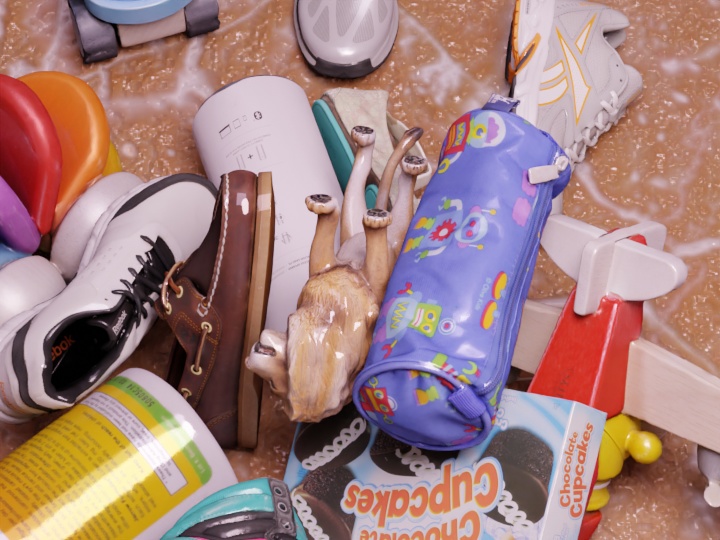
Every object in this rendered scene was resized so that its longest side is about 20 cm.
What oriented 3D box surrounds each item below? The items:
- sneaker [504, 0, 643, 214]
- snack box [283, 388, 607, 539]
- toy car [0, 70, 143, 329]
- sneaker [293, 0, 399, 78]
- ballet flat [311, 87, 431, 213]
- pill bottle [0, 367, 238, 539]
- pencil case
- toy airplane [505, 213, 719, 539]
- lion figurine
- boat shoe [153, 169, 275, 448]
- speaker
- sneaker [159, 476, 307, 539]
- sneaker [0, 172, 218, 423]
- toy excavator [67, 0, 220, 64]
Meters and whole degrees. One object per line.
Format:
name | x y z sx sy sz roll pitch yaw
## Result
sneaker | 0.142 -0.108 1.549 0.092 0.076 0.200 6 57 0
snack box | 0.041 0.120 1.332 0.200 0.037 0.116 7 80 43
toy car | -0.234 -0.046 1.463 0.175 0.150 0.200 34 63 21
sneaker | -0.007 -0.237 1.611 0.075 0.115 0.201 4 56 4
ballet flat | 0.023 -0.048 1.510 0.062 0.068 0.200 -8 52 -17
pill bottle | -0.177 0.155 1.348 0.200 0.111 0.111 -36 62 -22
pencil case | 0.062 0.002 1.306 0.087 0.078 0.200 -12 47 42
toy airplane | 0.143 0.064 1.383 0.199 0.141 0.200 -31 65 27
lion figurine | 0.000 0.000 1.375 0.072 0.123 0.200 12 28 18
boat shoe | -0.088 0.027 1.383 0.070 0.200 0.070 7 34 -2
speaker | -0.044 -0.025 1.488 0.081 0.081 0.200 -15 57 -9
sneaker | -0.026 0.172 1.272 0.199 0.084 0.121 9 28 -6
sneaker | -0.143 0.018 1.410 0.200 0.074 0.080 -51 25 -25
toy excavator | -0.168 -0.272 1.586 0.100 0.200 0.195 -15 57 -10
